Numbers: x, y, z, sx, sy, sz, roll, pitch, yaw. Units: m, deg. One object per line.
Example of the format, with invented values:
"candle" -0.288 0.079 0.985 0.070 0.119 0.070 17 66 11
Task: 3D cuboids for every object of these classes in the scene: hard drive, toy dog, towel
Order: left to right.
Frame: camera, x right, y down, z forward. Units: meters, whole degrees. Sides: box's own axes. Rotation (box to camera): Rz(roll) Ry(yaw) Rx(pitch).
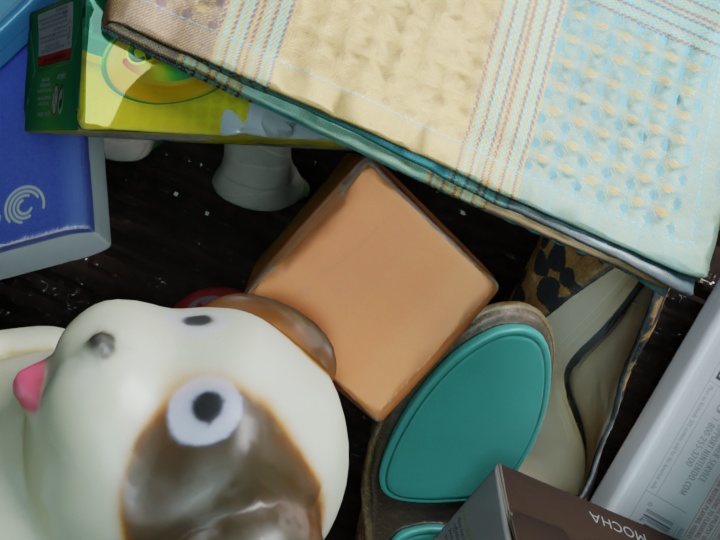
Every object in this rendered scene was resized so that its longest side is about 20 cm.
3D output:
"hard drive" -0.164 -0.088 0.707 0.131 0.025 0.202 -14 66 14
"toy dog" -0.088 0.088 0.585 0.193 0.140 0.200 38 126 -16
"towel" 0.034 -0.095 0.574 0.198 0.022 0.148 23 71 -11

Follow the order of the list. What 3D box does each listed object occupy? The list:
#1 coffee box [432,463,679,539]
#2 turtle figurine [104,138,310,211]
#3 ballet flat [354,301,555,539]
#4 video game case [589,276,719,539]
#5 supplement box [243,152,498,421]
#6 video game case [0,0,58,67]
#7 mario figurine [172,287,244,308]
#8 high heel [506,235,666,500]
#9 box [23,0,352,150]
"coffee box" 0.048 0.184 0.727 0.112 0.080 0.201 23 122 -22
"turtle figurine" -0.043 -0.140 0.750 0.142 0.200 0.196 5 116 -26
"ballet flat" 0.028 0.079 0.747 0.067 0.073 0.202 0 126 -14
"video game case" 0.189 0.108 0.794 0.181 0.023 0.201 30 92 -19
"supplement box" 0.000 0.000 0.700 0.069 0.200 0.067 42 92 -6
"video game case" -0.200 -0.133 0.712 0.143 0.018 0.200 -42 62 0
"mario figurine" -0.059 0.105 0.706 0.122 0.106 0.203 9 76 -34
"high heel" 0.076 0.060 0.739 0.071 0.143 0.202 11 94 -6
"box" -0.006 -0.063 0.627 0.198 0.117 0.049 3 93 -20
